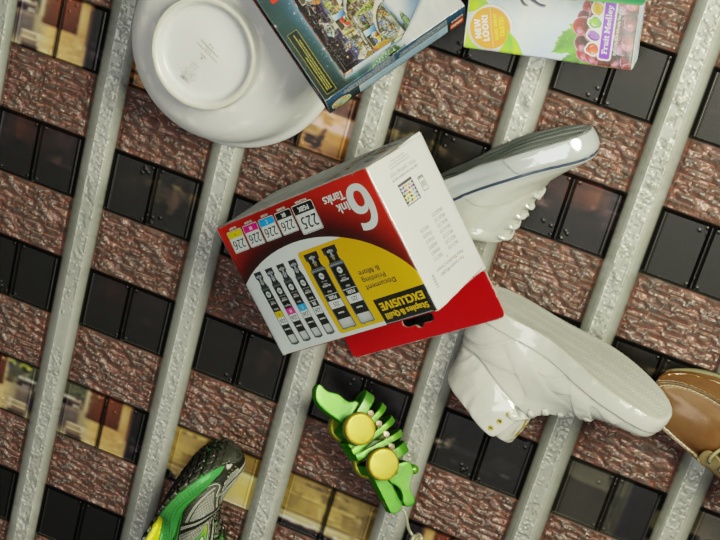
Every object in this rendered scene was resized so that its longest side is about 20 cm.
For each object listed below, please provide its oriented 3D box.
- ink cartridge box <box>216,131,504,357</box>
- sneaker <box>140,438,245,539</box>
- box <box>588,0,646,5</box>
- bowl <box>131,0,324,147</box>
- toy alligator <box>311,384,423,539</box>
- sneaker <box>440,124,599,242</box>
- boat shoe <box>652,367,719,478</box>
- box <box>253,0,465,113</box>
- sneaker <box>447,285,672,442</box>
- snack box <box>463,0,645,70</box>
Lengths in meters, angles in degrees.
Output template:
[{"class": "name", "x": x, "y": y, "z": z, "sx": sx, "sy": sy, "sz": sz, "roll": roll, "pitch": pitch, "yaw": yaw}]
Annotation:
[{"class": "ink cartridge box", "x": 0.000, "y": 0.000, "z": 1.223, "sx": 0.199, "sy": 0.084, "sz": 0.177, "roll": -19, "pitch": 103, "yaw": 45}, {"class": "sneaker", "x": -0.158, "y": 0.246, "z": 1.402, "sx": 0.085, "sy": 0.078, "sz": 0.201, "roll": 30, "pitch": 123, "yaw": -2}, {"class": "box", "x": 0.174, "y": -0.306, "z": 1.070, "sx": 0.116, "sy": 0.048, "sz": 0.202, "roll": 8, "pitch": 104, "yaw": 14}, {"class": "bowl", "x": -0.121, "y": -0.196, "z": 1.230, "sx": 0.199, "sy": 0.090, "sz": 0.203, "roll": 5, "pitch": 108, "yaw": 15}, {"class": "toy alligator", "x": 0.026, "y": 0.180, "z": 1.329, "sx": 0.054, "sy": 0.059, "sz": 0.201, "roll": -35, "pitch": 96, "yaw": -17}, {"class": "sneaker", "x": 0.121, "y": -0.065, "z": 1.213, "sx": 0.199, "sy": 0.073, "sz": 0.071, "roll": -21, "pitch": 103, "yaw": 32}, {"class": "boat shoe", "x": 0.334, "y": 0.154, "z": 1.210, "sx": 0.199, "sy": 0.074, "sz": 0.076, "roll": 30, "pitch": 113, "yaw": 8}, {"class": "box", "x": -0.025, "y": -0.250, "z": 1.156, "sx": 0.136, "sy": 0.038, "sz": 0.201, "roll": -34, "pitch": 79, "yaw": 0}, {"class": "sneaker", "x": 0.169, "y": 0.111, "z": 1.245, "sx": 0.199, "sy": 0.073, "sz": 0.116, "roll": 34, "pitch": 118, "yaw": 24}, {"class": "snack box", "x": 0.165, "y": -0.272, "z": 1.136, "sx": 0.141, "sy": 0.053, "sz": 0.202, "roll": 10, "pitch": 109, "yaw": 15}]
